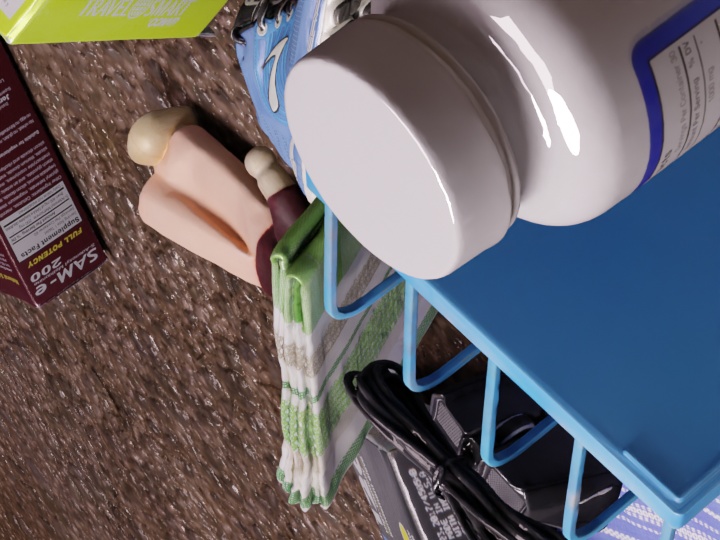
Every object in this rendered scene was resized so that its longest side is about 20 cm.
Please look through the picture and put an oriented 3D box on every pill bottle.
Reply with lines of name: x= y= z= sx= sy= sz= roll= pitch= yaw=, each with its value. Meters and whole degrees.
pill bottle: x=0.074 y=-0.085 z=0.891 sx=0.112 sy=0.200 sz=0.112 roll=42 pitch=154 yaw=26

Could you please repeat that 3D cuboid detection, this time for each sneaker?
sneaker: x=-0.021 y=-0.102 z=1.201 sx=0.089 sy=0.078 sz=0.200 roll=44 pitch=155 yaw=15

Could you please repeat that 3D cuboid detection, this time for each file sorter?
file sorter: x=0.096 y=0.016 z=1.070 sx=0.200 sy=0.139 sz=0.123 roll=43 pitch=157 yaw=24

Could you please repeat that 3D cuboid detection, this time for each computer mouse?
computer mouse: x=0.086 y=0.092 z=1.167 sx=0.141 sy=0.046 sz=0.200 roll=51 pitch=-165 yaw=27

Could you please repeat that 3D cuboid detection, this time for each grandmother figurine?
grandmother figurine: x=-0.040 y=-0.006 z=1.397 sx=0.200 sy=0.061 sz=0.121 roll=38 pitch=161 yaw=39

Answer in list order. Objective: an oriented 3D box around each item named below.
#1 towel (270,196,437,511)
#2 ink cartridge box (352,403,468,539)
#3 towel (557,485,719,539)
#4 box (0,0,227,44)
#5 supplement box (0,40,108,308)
towel: x=0.000 y=0.000 z=1.209 sx=0.031 sy=0.149 sz=0.200 roll=21 pitch=149 yaw=15
ink cartridge box: x=0.045 y=0.155 z=1.375 sx=0.198 sy=0.047 sz=0.200 roll=66 pitch=170 yaw=-9
towel: x=0.116 y=0.075 z=1.254 sx=0.145 sy=0.024 sz=0.200 roll=20 pitch=140 yaw=51
box: x=-0.136 y=-0.161 z=1.258 sx=0.122 sy=0.048 sz=0.200 roll=48 pitch=-159 yaw=12
supplement box: x=-0.238 y=-0.082 z=1.656 sx=0.109 sy=0.061 sz=0.201 roll=17 pitch=137 yaw=55
